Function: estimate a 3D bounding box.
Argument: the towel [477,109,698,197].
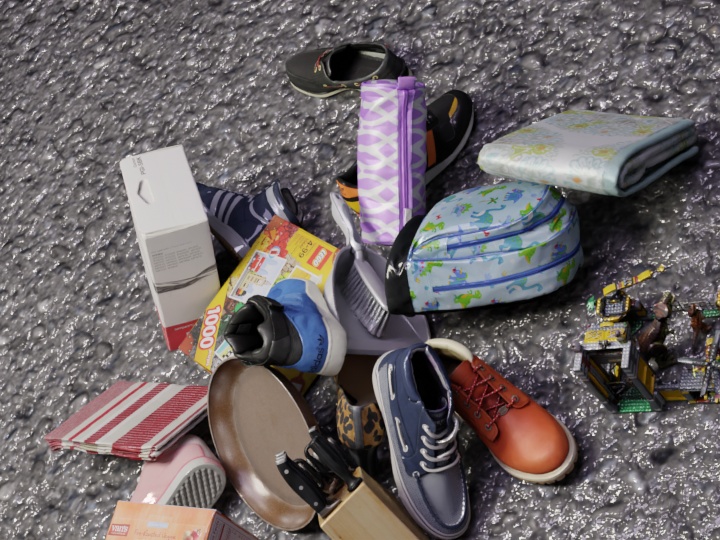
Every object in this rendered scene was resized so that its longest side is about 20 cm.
[{"bbox_3d":[0.248,-0.127,1.596,0.170,0.049,0.199,9,22,37],"label":"towel"}]

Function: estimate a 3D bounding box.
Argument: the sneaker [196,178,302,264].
[{"bbox_3d":[-0.146,-0.080,1.902,0.108,0.070,0.200,-40,41,-4],"label":"sneaker"}]

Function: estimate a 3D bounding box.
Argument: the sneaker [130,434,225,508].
[{"bbox_3d":[-0.237,0.274,1.728,0.201,0.075,0.105,-49,31,7],"label":"sneaker"}]

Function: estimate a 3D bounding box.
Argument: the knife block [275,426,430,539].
[{"bbox_3d":[0.001,0.249,1.491,0.064,0.176,0.200,-44,52,2],"label":"knife block"}]

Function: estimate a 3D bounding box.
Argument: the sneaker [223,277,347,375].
[{"bbox_3d":[-0.096,0.052,1.605,0.200,0.110,0.078,-132,55,-61],"label":"sneaker"}]

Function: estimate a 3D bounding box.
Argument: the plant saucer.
[{"bbox_3d":[-0.098,0.185,1.636,0.032,0.202,0.199,-22,33,-36],"label":"plant saucer"}]

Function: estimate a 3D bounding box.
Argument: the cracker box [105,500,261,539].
[{"bbox_3d":[-0.154,0.305,1.554,0.133,0.200,0.058,-1,59,34],"label":"cracker box"}]

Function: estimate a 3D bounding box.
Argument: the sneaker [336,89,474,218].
[{"bbox_3d":[0.054,-0.149,1.790,0.200,0.090,0.070,-48,46,-1],"label":"sneaker"}]

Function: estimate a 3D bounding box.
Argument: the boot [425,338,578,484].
[{"bbox_3d":[0.135,0.141,1.530,0.075,0.107,0.200,-48,47,-5],"label":"boot"}]

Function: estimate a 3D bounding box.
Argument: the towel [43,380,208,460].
[{"bbox_3d":[-0.266,0.177,1.789,0.198,0.023,0.144,0,27,40],"label":"towel"}]

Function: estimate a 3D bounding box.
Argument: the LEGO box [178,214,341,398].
[{"bbox_3d":[-0.097,0.056,1.768,0.148,0.077,0.201,27,78,43],"label":"LEGO box"}]

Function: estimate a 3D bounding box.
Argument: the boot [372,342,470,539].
[{"bbox_3d":[0.070,0.173,1.503,0.072,0.090,0.202,-20,86,-21],"label":"boot"}]

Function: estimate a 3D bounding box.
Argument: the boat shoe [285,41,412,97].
[{"bbox_3d":[-0.025,-0.267,1.948,0.200,0.063,0.074,11,70,41],"label":"boat shoe"}]

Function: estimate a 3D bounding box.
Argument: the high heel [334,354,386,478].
[{"bbox_3d":[0.003,0.109,1.611,0.070,0.143,0.202,-3,61,2],"label":"high heel"}]

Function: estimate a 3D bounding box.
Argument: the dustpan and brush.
[{"bbox_3d":[0.000,0.000,1.669,0.057,0.139,0.201,-52,52,30],"label":"dustpan and brush"}]

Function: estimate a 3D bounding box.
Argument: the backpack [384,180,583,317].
[{"bbox_3d":[0.141,-0.024,1.611,0.198,0.156,0.163,8,23,19],"label":"backpack"}]

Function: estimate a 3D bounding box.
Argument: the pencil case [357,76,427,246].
[{"bbox_3d":[0.038,-0.121,1.718,0.083,0.203,0.085,-4,9,-11],"label":"pencil case"}]

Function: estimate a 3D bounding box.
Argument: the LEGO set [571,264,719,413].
[{"bbox_3d":[0.295,0.058,1.463,0.198,0.116,0.155,3,62,36],"label":"LEGO set"}]

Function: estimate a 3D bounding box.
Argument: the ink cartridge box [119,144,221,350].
[{"bbox_3d":[-0.225,-0.028,1.821,0.082,0.201,0.148,-15,47,-9],"label":"ink cartridge box"}]
